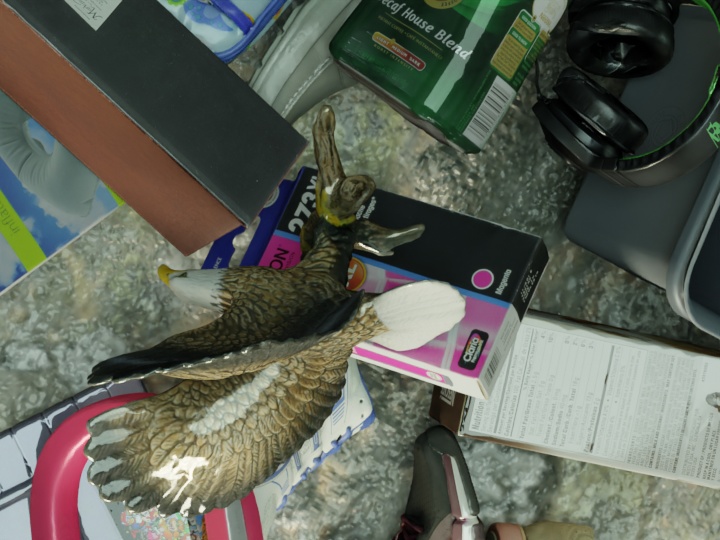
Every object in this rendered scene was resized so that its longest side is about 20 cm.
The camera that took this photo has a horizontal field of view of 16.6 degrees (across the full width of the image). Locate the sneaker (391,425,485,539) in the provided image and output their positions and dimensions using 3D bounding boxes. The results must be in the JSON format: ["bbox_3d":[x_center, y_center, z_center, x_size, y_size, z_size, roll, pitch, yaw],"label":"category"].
[{"bbox_3d":[0.019,0.198,1.486,0.115,0.076,0.201,-7,94,-5],"label":"sneaker"}]

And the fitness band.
[{"bbox_3d":[-0.122,0.171,1.417,0.143,0.037,0.201,-3,94,30],"label":"fitness band"}]

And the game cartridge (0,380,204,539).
[{"bbox_3d":[-0.145,0.173,1.482,0.129,0.038,0.201,-27,96,-2],"label":"game cartridge"}]

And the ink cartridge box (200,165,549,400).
[{"bbox_3d":[0.000,0.000,1.422,0.199,0.037,0.095,16,69,23],"label":"ink cartridge box"}]

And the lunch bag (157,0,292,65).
[{"bbox_3d":[-0.114,-0.221,1.438,0.200,0.082,0.161,42,79,-6],"label":"lunch bag"}]

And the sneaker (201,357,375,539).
[{"bbox_3d":[-0.034,0.092,1.461,0.088,0.075,0.201,19,77,-14],"label":"sneaker"}]

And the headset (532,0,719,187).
[{"bbox_3d":[0.133,-0.119,1.435,0.094,0.199,0.124,29,77,-42],"label":"headset"}]

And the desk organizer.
[{"bbox_3d":[-0.135,-0.104,1.398,0.200,0.077,0.072,43,57,-14],"label":"desk organizer"}]

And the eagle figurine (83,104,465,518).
[{"bbox_3d":[-0.057,0.037,1.323,0.152,0.150,0.200,51,53,-28],"label":"eagle figurine"}]

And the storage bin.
[{"bbox_3d":[0.222,-0.062,1.470,0.145,0.134,0.201,25,89,-40],"label":"storage bin"}]

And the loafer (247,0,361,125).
[{"bbox_3d":[-0.005,-0.141,1.471,0.070,0.070,0.200,36,86,1],"label":"loafer"}]

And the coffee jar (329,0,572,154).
[{"bbox_3d":[0.077,-0.174,1.406,0.104,0.085,0.200,35,91,29],"label":"coffee jar"}]

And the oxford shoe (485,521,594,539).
[{"bbox_3d":[0.120,0.252,1.504,0.073,0.071,0.201,-4,93,-11],"label":"oxford shoe"}]

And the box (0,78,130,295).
[{"bbox_3d":[-0.211,-0.058,1.416,0.200,0.048,0.122,-39,98,-32],"label":"box"}]

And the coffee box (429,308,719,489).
[{"bbox_3d":[0.151,0.074,1.480,0.199,0.114,0.080,12,91,-7],"label":"coffee box"}]
